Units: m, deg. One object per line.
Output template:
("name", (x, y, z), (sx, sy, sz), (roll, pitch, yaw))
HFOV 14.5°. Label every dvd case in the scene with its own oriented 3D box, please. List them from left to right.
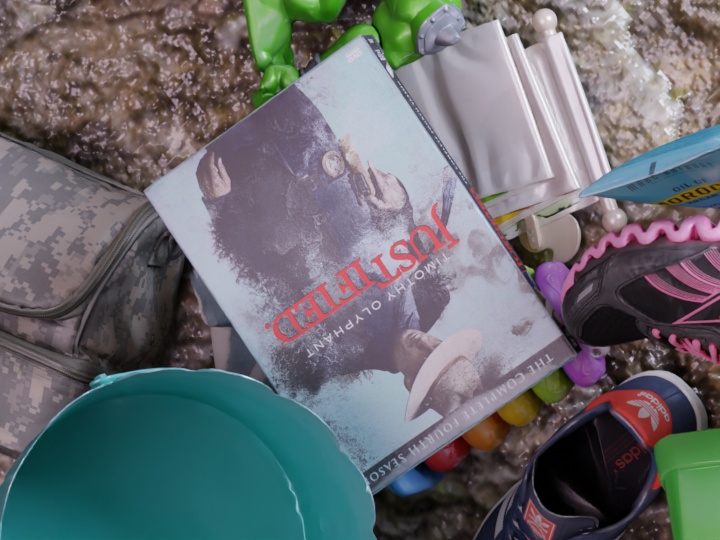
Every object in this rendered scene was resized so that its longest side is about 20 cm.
("dvd case", (0.000, 0.000, 1.464), (0.146, 0.022, 0.200), (-34, 86, 10))

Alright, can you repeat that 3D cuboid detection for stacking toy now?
("stacking toy", (0.090, 0.034, 1.506), (0.199, 0.110, 0.116), (-22, 87, 16))

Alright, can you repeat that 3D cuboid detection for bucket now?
("bucket", (-0.095, 0.147, 1.424), (0.206, 0.135, 0.208), (0, 89, -13))

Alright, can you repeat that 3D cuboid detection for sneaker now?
("sneaker", (0.101, 0.136, 1.513), (0.075, 0.084, 0.200), (40, 112, 16))
("sneaker", (0.184, 0.022, 1.385), (0.200, 0.079, 0.096), (-14, 67, 36))

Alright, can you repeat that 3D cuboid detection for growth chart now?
("growth chart", (0.043, -0.063, 1.554), (0.199, 0.018, 0.145), (-11, 92, 27))

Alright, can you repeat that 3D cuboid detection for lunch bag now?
("lunch bag", (-0.207, 0.008, 1.630), (0.199, 0.139, 0.168), (22, 90, 22))

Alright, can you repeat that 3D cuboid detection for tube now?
("tube", (0.177, -0.052, 1.384), (0.077, 0.200, 0.051), (-25, 82, 25))

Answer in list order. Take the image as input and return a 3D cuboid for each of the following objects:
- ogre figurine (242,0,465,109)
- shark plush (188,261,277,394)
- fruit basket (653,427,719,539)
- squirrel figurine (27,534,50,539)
("ogre figurine", (-0.001, -0.173, 1.512), (0.119, 0.098, 0.201), (-8, 49, 22))
("shark plush", (-0.040, 0.054, 1.579), (0.083, 0.091, 0.201), (-5, 93, 11))
("fruit basket", (0.256, 0.094, 1.421), (0.215, 0.156, 0.216), (-18, 46, 20))
("squirrel figurine", (-0.135, 0.216, 1.587), (0.141, 0.187, 0.200), (-39, 82, 29))
